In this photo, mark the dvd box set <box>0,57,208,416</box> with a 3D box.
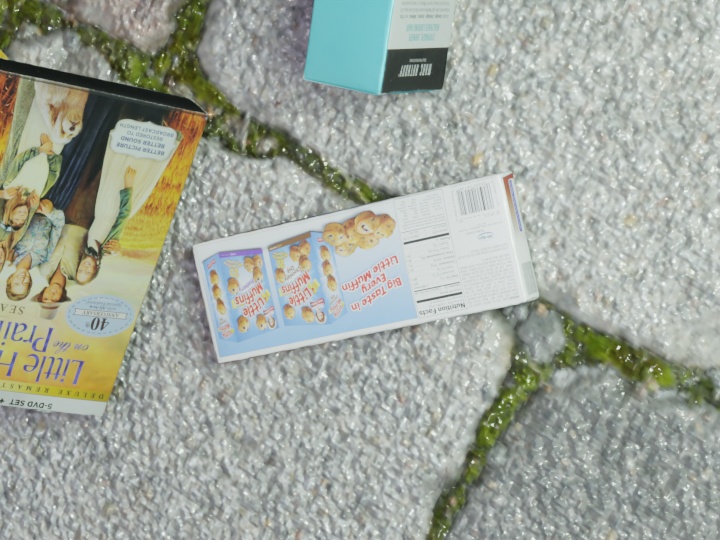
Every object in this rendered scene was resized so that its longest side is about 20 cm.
[{"bbox_3d":[-0.184,-0.016,1.264,0.029,0.146,0.201,41,115,51],"label":"dvd box set"}]

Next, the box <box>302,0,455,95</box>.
[{"bbox_3d":[0.021,-0.197,1.173,0.049,0.082,0.201,13,102,25],"label":"box"}]

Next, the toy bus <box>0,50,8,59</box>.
[{"bbox_3d":[-0.294,-0.054,1.270,0.200,0.192,0.136,-39,74,7],"label":"toy bus"}]

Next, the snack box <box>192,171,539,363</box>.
[{"bbox_3d":[0.000,0.000,1.239,0.199,0.024,0.072,-12,92,26],"label":"snack box"}]
